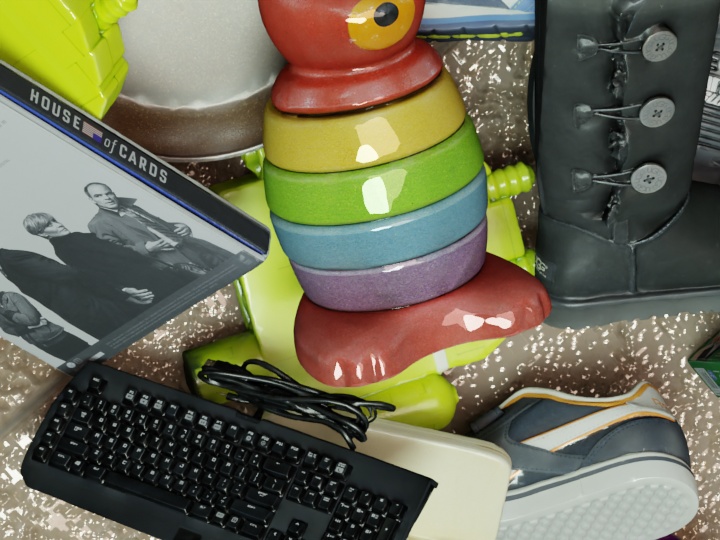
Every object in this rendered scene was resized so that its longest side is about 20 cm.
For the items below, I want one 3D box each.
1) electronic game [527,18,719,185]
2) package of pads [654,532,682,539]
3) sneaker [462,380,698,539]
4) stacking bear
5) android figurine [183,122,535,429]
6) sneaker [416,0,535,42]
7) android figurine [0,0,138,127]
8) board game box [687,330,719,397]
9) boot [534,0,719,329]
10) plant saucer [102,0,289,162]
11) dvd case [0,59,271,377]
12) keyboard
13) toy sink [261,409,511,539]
[{"bbox_3d":[0.184,-0.090,1.339,0.199,0.042,0.201,-2,99,-13],"label":"electronic game"},{"bbox_3d":[0.185,0.233,1.347,0.076,0.120,0.200,-34,105,-6],"label":"package of pads"},{"bbox_3d":[0.076,0.116,1.332,0.199,0.080,0.079,-16,138,12],"label":"sneaker"},{"bbox_3d":[0.004,-0.066,1.193,0.121,0.114,0.201,-18,112,-17],"label":"stacking bear"},{"bbox_3d":[0.000,0.000,1.303,0.199,0.041,0.183,-15,101,-9],"label":"android figurine"},{"bbox_3d":[0.070,-0.156,1.271,0.199,0.074,0.083,1,88,1],"label":"sneaker"},{"bbox_3d":[-0.189,-0.101,1.191,0.200,0.041,0.182,-31,110,35],"label":"android figurine"},{"bbox_3d":[0.244,0.013,1.286,0.134,0.200,0.029,-40,92,-5],"label":"board game box"},{"bbox_3d":[0.160,-0.076,1.250,0.164,0.066,0.201,-14,123,-17],"label":"boot"},{"bbox_3d":[-0.083,-0.150,1.218,0.199,0.032,0.201,-3,113,-8],"label":"plant saucer"},{"bbox_3d":[-0.165,-0.028,1.202,0.200,0.150,0.025,33,45,-31],"label":"dvd case"},{"bbox_3d":[-0.063,0.083,1.221,0.199,0.040,0.104,17,62,22],"label":"keyboard"},{"bbox_3d":[-0.006,0.186,1.258,0.130,0.112,0.201,12,115,-1],"label":"toy sink"}]
